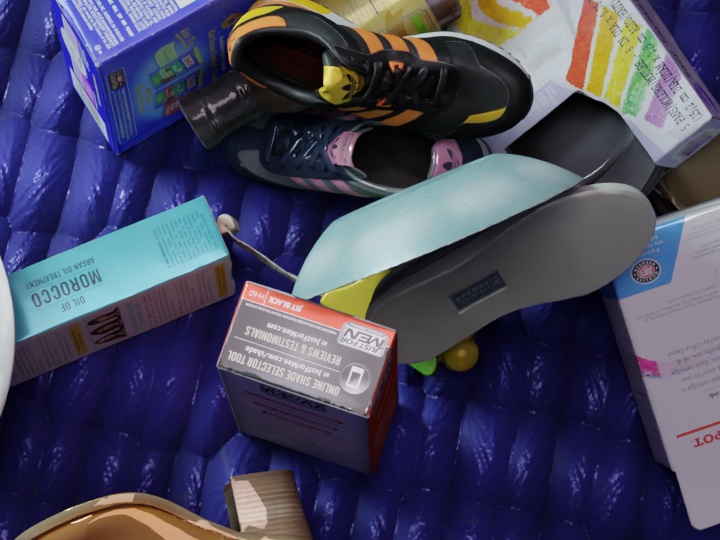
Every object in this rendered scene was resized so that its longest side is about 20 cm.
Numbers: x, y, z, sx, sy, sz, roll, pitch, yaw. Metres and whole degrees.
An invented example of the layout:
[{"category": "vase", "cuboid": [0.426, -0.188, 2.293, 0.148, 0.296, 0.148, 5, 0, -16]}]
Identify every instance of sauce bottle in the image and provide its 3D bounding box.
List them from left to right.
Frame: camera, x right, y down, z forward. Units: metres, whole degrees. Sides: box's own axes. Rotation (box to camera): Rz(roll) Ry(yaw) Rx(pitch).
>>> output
[{"category": "sauce bottle", "cuboid": [-0.029, -0.149, 1.595, 0.200, 0.065, 0.065, -31, 74, 4]}]

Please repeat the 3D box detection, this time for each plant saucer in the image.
[{"category": "plant saucer", "cuboid": [0.041, -0.035, 1.477, 0.201, 0.201, 0.039, -24, 94, -8]}]

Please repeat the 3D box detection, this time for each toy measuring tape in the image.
[{"category": "toy measuring tape", "cuboid": [0.000, 0.000, 1.596, 0.200, 0.074, 0.074, 34, 75, 6]}]

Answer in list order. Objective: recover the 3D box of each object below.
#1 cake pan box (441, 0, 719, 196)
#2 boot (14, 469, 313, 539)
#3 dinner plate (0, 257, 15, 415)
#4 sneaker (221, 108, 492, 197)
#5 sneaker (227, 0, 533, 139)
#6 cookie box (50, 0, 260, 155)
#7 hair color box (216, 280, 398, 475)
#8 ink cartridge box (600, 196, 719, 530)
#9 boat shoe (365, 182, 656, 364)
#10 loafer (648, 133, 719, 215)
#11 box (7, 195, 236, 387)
[{"category": "cake pan box", "cuboid": [0.127, -0.118, 1.609, 0.184, 0.052, 0.200, -38, 73, 21]}, {"category": "boot", "cuboid": [-0.121, 0.220, 1.529, 0.200, 0.074, 0.155, -10, 76, -1]}, {"category": "dinner plate", "cuboid": [-0.300, 0.040, 1.542, 0.200, 0.024, 0.201, 0, 90, 41]}, {"category": "sneaker", "cuboid": [-0.014, -0.086, 1.599, 0.200, 0.082, 0.070, 5, 90, 22]}, {"category": "sneaker", "cuboid": [0.009, -0.120, 1.507, 0.200, 0.090, 0.070, 16, 113, 7]}, {"category": "cookie box", "cuboid": [-0.104, -0.182, 1.608, 0.200, 0.171, 0.075, -30, 76, -10]}, {"category": "hair color box", "cuboid": [-0.030, 0.073, 1.507, 0.101, 0.200, 0.061, 19, 77, 5]}, {"category": "ink cartridge box", "cuboid": [0.237, 0.059, 1.565, 0.115, 0.068, 0.200, -18, 93, -3]}, {"category": "boat shoe", "cuboid": [0.092, -0.009, 1.519, 0.201, 0.072, 0.070, -26, 114, 8]}, {"category": "loafer", "cuboid": [0.235, -0.067, 1.625, 0.200, 0.067, 0.076, 41, 76, 12]}, {"category": "box", "cuboid": [-0.186, 0.020, 1.587, 0.200, 0.082, 0.049, -22, 72, -8]}]
